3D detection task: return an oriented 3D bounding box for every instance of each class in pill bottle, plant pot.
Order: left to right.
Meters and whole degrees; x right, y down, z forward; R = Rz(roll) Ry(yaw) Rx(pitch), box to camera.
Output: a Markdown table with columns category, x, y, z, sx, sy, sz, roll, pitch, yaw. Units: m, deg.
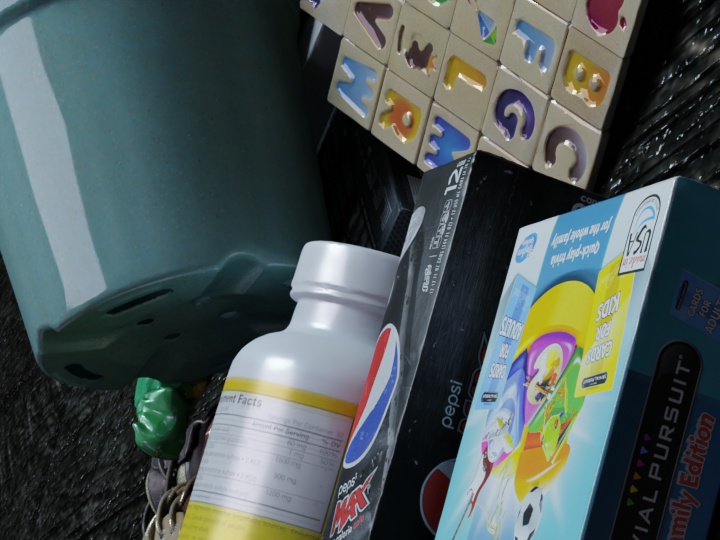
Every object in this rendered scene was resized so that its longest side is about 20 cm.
| category | x | y | z | sx | sy | sz | roll | pitch | yaw |
| --- | --- | --- | --- | --- | --- | --- | --- | --- | --- |
| plant pot | -0.104 | -0.059 | 1.176 | 0.200 | 0.200 | 0.197 | 131 | 129 | -56 |
| pill bottle | -0.014 | 0.095 | 1.046 | 0.112 | 0.112 | 0.201 | 164 | 124 | -73 |

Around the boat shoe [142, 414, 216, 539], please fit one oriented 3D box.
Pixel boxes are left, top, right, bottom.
| category | x | y | z | sx | sy | sz | roll | pitch | yaw |
| --- | --- | --- | --- | --- | --- | --- | --- | --- | --- |
| boat shoe | -0.072 | 0.135 | 1.165 | 0.076 | 0.072 | 0.200 | -47 | -26 | -43 |

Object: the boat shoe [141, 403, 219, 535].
| category | x | y | z | sx | sy | sz | roll | pitch | yaw |
| --- | --- | --- | --- | --- | --- | --- | --- | --- | --- |
| boat shoe | -0.083 | 0.120 | 1.314 | 0.200 | 0.065 | 0.073 | 110 | 154 | -64 |

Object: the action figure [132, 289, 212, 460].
| category | x | y | z | sx | sy | sz | roll | pitch | yaw |
| --- | --- | --- | --- | --- | --- | --- | --- | --- | --- |
| action figure | -0.078 | 0.014 | 1.282 | 0.118 | 0.055 | 0.200 | 121 | 171 | -57 |

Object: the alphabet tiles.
| category | x | y | z | sx | sy | sz | roll | pitch | yaw |
| --- | --- | --- | --- | --- | --- | --- | --- | --- | --- |
| alphabet tiles | 0.044 | -0.119 | 1.057 | 0.200 | 0.006 | 0.167 | 38 | 124 | 39 |

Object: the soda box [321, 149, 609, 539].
| category | x | y | z | sx | sy | sz | roll | pitch | yaw |
| --- | --- | --- | --- | --- | --- | --- | --- | --- | --- |
| soda box | 0.039 | 0.058 | 0.973 | 0.063 | 0.071 | 0.201 | 160 | 127 | -71 |

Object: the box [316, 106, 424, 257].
| category | x | y | z | sx | sy | sz | roll | pitch | yaw |
| --- | --- | --- | --- | --- | --- | --- | --- | --- | --- |
| box | 0.000 | 0.000 | 1.242 | 0.200 | 0.051 | 0.158 | -103 | 34 | -63 |

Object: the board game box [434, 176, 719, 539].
| category | x | y | z | sx | sy | sz | roll | pitch | yaw |
| --- | --- | --- | --- | --- | --- | --- | --- | --- | --- |
| board game box | 0.075 | 0.076 | 0.861 | 0.151 | 0.047 | 0.201 | 159 | 128 | -72 |

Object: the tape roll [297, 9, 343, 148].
| category | x | y | z | sx | sy | sz | roll | pitch | yaw |
| --- | --- | --- | --- | --- | --- | --- | --- | --- | --- |
| tape roll | -0.009 | -0.149 | 1.444 | 0.200 | 0.066 | 0.201 | -161 | 90 | -77 |
